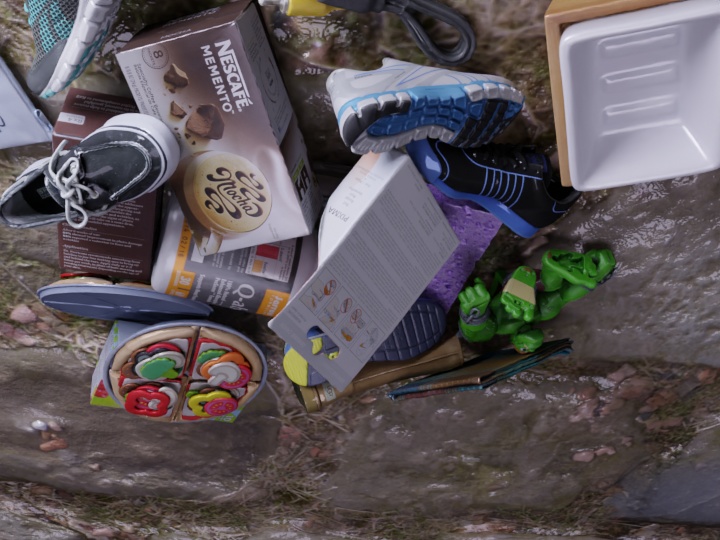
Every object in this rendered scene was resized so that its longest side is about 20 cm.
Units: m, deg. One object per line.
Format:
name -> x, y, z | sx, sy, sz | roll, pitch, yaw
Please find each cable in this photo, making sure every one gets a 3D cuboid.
cable -> 0.018, -0.239, 0.747 | 0.199, 0.050, 0.097 | 9, 126, -29

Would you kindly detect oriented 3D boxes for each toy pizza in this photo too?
toy pizza -> -0.271, 0.030, 1.032 | 0.199, 0.032, 0.200 | 3, 167, 1
toy pizza -> -0.214, 0.135, 1.091 | 0.199, 0.032, 0.201 | -6, 137, -6

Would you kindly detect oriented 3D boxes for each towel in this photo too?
towel -> 0.148, 0.122, 1.072 | 0.146, 0.022, 0.200 | -18, 177, 44

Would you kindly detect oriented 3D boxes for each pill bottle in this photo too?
pill bottle -> -0.114, -0.013, 0.947 | 0.199, 0.117, 0.117 | 13, 139, -14

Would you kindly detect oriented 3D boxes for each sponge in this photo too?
sponge -> 0.075, -0.017, 1.007 | 0.111, 0.030, 0.200 | 11, 140, -11

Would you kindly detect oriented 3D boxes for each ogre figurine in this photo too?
ogre figurine -> 0.190, 0.032, 1.014 | 0.098, 0.200, 0.120 | 47, 151, 13

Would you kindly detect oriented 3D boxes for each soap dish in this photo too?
soap dish -> 0.247, -0.168, 0.781 | 0.157, 0.081, 0.200 | -9, 139, 11

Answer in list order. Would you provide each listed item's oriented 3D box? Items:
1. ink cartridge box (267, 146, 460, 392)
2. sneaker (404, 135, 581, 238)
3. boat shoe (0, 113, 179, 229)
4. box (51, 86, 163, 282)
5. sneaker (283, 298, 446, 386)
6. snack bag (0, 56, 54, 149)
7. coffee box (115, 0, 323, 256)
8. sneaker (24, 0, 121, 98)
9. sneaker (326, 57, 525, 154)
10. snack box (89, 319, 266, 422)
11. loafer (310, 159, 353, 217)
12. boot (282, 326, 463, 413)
ink cartridge box -> 0.000, 0.000, 0.851 | 0.200, 0.050, 0.162 | -49, 143, -8
sneaker -> 0.135, -0.102, 0.879 | 0.200, 0.070, 0.078 | 24, 132, -35
boat shoe -> -0.245, -0.079, 0.776 | 0.199, 0.068, 0.074 | -8, 121, 30
box -> -0.253, -0.081, 0.902 | 0.100, 0.075, 0.200 | 10, 141, -10
sneaker -> 0.002, 0.069, 1.045 | 0.199, 0.082, 0.074 | -13, 114, -7
snack bag -> -0.412, -0.177, 0.827 | 0.199, 0.021, 0.189 | -8, 140, 11
coffee box -> -0.118, -0.125, 0.791 | 0.113, 0.080, 0.201 | -10, 119, 14
sneaker -> -0.248, -0.231, 0.734 | 0.091, 0.078, 0.200 | 33, 129, -12
sneaker -> 0.059, -0.162, 0.804 | 0.199, 0.087, 0.075 | -6, 141, -31
snack box -> -0.240, 0.137, 1.168 | 0.199, 0.053, 0.142 | 12, 141, -24
loafer -> -0.051, -0.091, 0.908 | 0.199, 0.063, 0.072 | 15, 162, -11
boot -> 0.011, 0.115, 1.122 | 0.199, 0.175, 0.066 | -17, 107, -10
